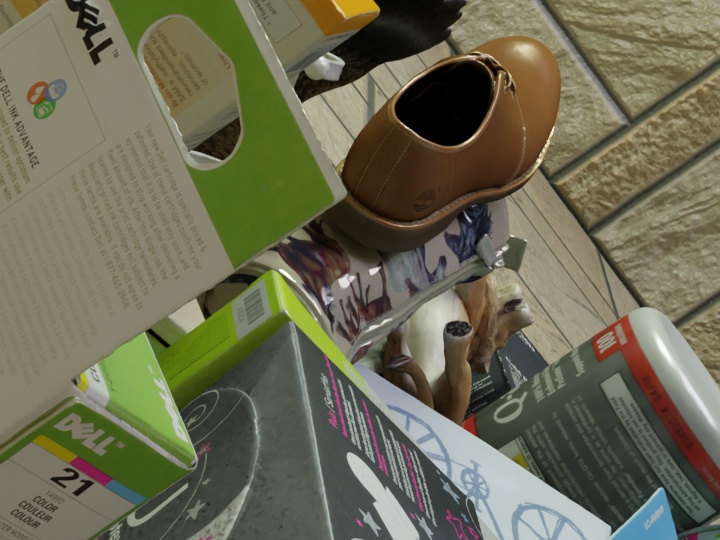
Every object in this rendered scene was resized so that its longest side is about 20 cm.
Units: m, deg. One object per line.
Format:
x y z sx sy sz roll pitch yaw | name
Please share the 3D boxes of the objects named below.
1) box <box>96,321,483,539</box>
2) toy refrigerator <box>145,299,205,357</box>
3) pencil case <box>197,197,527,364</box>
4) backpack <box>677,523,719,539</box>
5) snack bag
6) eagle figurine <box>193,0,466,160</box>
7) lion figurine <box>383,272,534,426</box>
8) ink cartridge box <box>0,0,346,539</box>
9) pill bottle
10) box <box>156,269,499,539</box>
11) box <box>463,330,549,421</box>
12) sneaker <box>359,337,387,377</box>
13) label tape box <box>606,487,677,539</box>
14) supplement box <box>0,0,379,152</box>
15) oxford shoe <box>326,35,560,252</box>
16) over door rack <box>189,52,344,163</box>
-0.031 0.132 0.891 0.115 0.132 0.200 47 12 -21 | box
-0.143 -0.008 0.979 0.200 0.076 0.070 44 15 -48 | toy refrigerator
0.000 0.000 1.197 0.089 0.078 0.200 22 31 22 | pencil case
0.175 0.223 1.249 0.177 0.200 0.151 33 -19 47 | backpack
0.035 0.145 1.170 0.188 0.021 0.200 34 37 -16 | snack bag
-0.053 -0.088 1.251 0.152 0.200 0.151 40 10 29 | eagle figurine
0.040 0.040 1.340 0.200 0.072 0.123 -60 157 -54 | lion figurine
-0.094 -0.002 0.831 0.076 0.200 0.148 42 17 -51 | ink cartridge box
0.101 0.117 1.334 0.116 0.200 0.116 53 11 -15 | pill bottle
-0.021 0.112 1.021 0.200 0.122 0.048 51 9 -23 | box
0.094 0.136 1.519 0.200 0.104 0.182 51 12 -22 | box
-0.017 0.030 1.422 0.082 0.075 0.200 57 11 2 | sneaker
0.095 0.210 1.066 0.143 0.066 0.200 -33 112 -55 | label tape box
-0.110 -0.101 1.066 0.126 0.200 0.074 56 15 -1 | supplement box
0.055 -0.076 1.204 0.071 0.071 0.200 34 34 8 | oxford shoe
-0.102 -0.126 1.132 0.200 0.148 0.067 24 11 4 | over door rack
